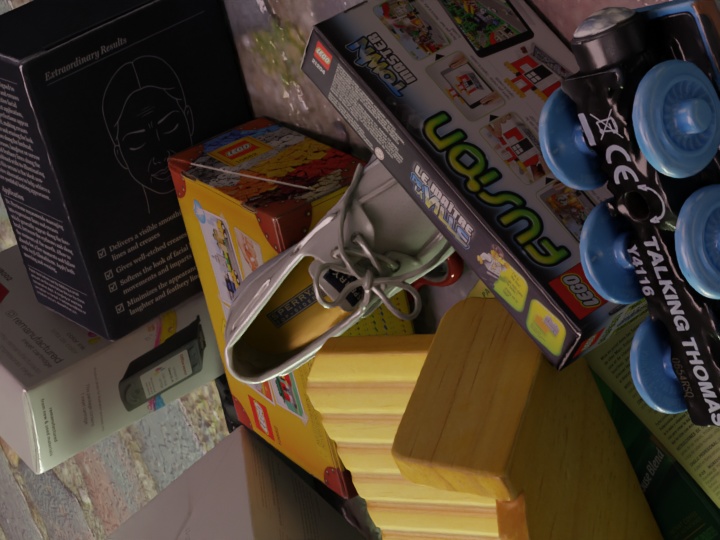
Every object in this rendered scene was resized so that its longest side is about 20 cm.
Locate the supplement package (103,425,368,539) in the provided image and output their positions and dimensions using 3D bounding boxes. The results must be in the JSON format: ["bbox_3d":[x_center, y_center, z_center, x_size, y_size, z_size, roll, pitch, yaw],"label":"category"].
[{"bbox_3d":[-0.058,0.254,1.145,0.200,0.147,0.192,45,-167,-24],"label":"supplement package"}]

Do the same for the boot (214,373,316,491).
[{"bbox_3d":[-0.040,0.174,1.283,0.164,0.065,0.201,28,134,42],"label":"boot"}]

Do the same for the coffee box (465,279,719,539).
[{"bbox_3d":[0.129,0.081,0.936,0.200,0.044,0.123,54,151,12],"label":"coffee box"}]

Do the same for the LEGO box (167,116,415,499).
[{"bbox_3d":[-0.036,0.022,1.098,0.149,0.077,0.201,28,138,54],"label":"LEGO box"}]

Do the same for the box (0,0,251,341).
[{"bbox_3d":[-0.157,-0.082,1.141,0.107,0.148,0.201,21,133,49],"label":"box"}]

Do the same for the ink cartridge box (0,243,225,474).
[{"bbox_3d":[-0.190,0.036,1.247,0.147,0.199,0.086,36,142,37],"label":"ink cartridge box"}]

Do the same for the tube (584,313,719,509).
[{"bbox_3d":[0.168,0.062,0.853,0.200,0.058,0.052,51,155,14],"label":"tube"}]

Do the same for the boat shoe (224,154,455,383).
[{"bbox_3d":[-0.004,-0.003,0.940,0.202,0.086,0.075,-36,108,24],"label":"boat shoe"}]

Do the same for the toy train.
[{"bbox_3d":[0.153,-0.025,0.731,0.086,0.114,0.201,-5,112,55],"label":"toy train"}]

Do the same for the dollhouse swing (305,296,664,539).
[{"bbox_3d":[0.048,0.139,0.871,0.175,0.182,0.201,-12,120,26],"label":"dollhouse swing"}]

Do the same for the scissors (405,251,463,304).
[{"bbox_3d":[0.020,0.011,1.086,0.073,0.014,0.200,52,153,15],"label":"scissors"}]

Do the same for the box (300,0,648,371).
[{"bbox_3d":[0.074,-0.059,0.832,0.200,0.110,0.035,51,150,18],"label":"box"}]
